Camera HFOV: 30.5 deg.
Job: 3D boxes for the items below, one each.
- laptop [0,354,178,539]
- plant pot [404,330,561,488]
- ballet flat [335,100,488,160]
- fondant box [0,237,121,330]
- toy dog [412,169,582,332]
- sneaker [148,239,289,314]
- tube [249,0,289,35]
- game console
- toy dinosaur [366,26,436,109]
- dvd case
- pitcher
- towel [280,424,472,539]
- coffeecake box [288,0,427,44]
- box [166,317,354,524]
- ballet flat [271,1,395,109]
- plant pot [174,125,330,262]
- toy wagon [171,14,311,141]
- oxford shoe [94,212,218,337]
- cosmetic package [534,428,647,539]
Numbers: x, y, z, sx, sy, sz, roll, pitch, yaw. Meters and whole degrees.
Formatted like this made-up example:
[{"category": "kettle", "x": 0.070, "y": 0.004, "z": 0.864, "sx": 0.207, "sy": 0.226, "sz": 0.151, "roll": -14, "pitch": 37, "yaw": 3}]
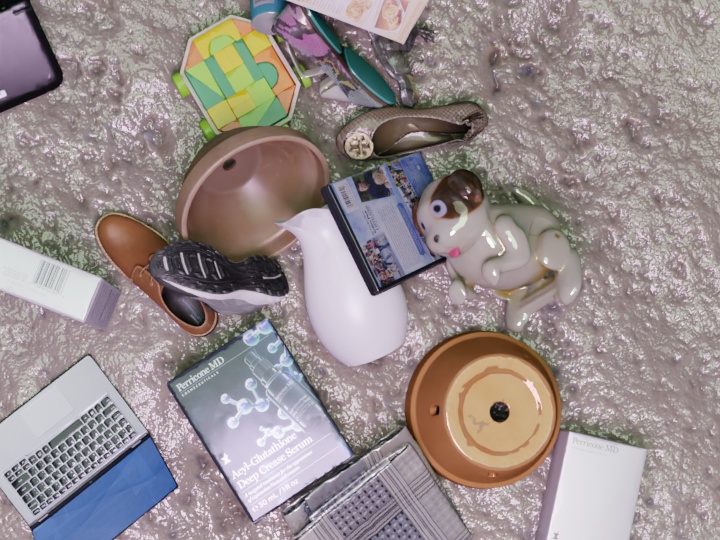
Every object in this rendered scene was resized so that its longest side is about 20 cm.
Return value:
[{"category": "laptop", "x": -0.349, "y": 0.236, "z": 1.596, "sx": 0.187, "sy": 0.116, "sz": 0.201, "roll": -38, "pitch": 89, "yaw": -6}, {"category": "plant pot", "x": 0.161, "y": 0.172, "z": 1.626, "sx": 0.198, "sy": 0.140, "sz": 0.202, "roll": 0, "pitch": 86, "yaw": -5}, {"category": "ballet flat", "x": 0.067, "y": -0.174, "z": 1.682, "sx": 0.198, "sy": 0.047, "sz": 0.068, "roll": -9, "pitch": 128, "yaw": -8}, {"category": "fondant box", "x": -0.370, "y": 0.016, "z": 1.568, "sx": 0.143, "sy": 0.200, "sz": 0.059, "roll": 22, "pitch": 83, "yaw": -2}, {"category": "toy dog", "x": 0.161, "y": -0.046, "z": 1.620, "sx": 0.199, "sy": 0.139, "sz": 0.196, "roll": 25, "pitch": 63, "yaw": -26}, {"category": "sneaker", "x": -0.177, "y": 0.019, "z": 1.598, "sx": 0.079, "sy": 0.199, "sz": 0.075, "roll": -37, "pitch": 58, "yaw": 31}, {"category": "tube", "x": -0.115, "y": -0.399, "z": 1.684, "sx": 0.077, "sy": 0.050, "sz": 0.202, "roll": 2, "pitch": 68, "yaw": -9}, {"category": "game console", "x": -0.501, "y": -0.289, "z": 1.674, "sx": 0.198, "sy": 0.117, "sz": 0.177, "roll": -24, "pitch": 118, "yaw": -5}, {"category": "toy dinosaur", "x": 0.040, "y": -0.299, "z": 1.689, "sx": 0.088, "sy": 0.047, "sz": 0.201, "roll": -41, "pitch": 101, "yaw": -27}, {"category": "dvd case", "x": 0.045, "y": -0.061, "z": 1.630, "sx": 0.199, "sy": 0.017, "sz": 0.144, "roll": -24, "pitch": 88, "yaw": -50}, {"category": "pitcher", "x": 0.000, "y": 0.000, "z": 1.640, "sx": 0.171, "sy": 0.121, "sz": 0.202, "roll": -28, "pitch": 100, "yaw": -34}, {"category": "towel", "x": 0.024, "y": 0.316, "z": 1.622, "sx": 0.192, "sy": 0.035, "sz": 0.201, "roll": -35, "pitch": 113, "yaw": -6}, {"category": "coffeecake box", "x": -0.025, "y": -0.380, "z": 1.623, "sx": 0.198, "sy": 0.073, "sz": 0.154, "roll": 17, "pitch": 41, "yaw": -18}, {"category": "box", "x": -0.121, "y": 0.182, "z": 1.620, "sx": 0.148, "sy": 0.107, "sz": 0.201, "roll": -33, "pitch": 87, "yaw": -5}, {"category": "ballet flat", "x": -0.039, "y": -0.259, "z": 1.660, "sx": 0.071, "sy": 0.069, "sz": 0.200, "roll": -33, "pitch": 129, "yaw": 20}, {"category": "plant pot", "x": -0.144, "y": -0.107, "z": 1.626, "sx": 0.200, "sy": 0.201, "sz": 0.093, "roll": -32, "pitch": 51, "yaw": -6}, {"category": "toy wagon", "x": -0.139, "y": -0.223, "z": 1.683, "sx": 0.154, "sy": 0.040, "sz": 0.201, "roll": -31, "pitch": 88, "yaw": -5}, {"category": "oxford shoe", "x": -0.253, "y": 0.000, "z": 1.644, "sx": 0.200, "sy": 0.071, "sz": 0.071, "roll": 43, "pitch": 86, "yaw": 2}, {"category": "cosmetic package", "x": 0.281, "y": 0.307, "z": 1.652, "sx": 0.106, "sy": 0.085, "sz": 0.202, "roll": 11, "pitch": 86, "yaw": -1}]
